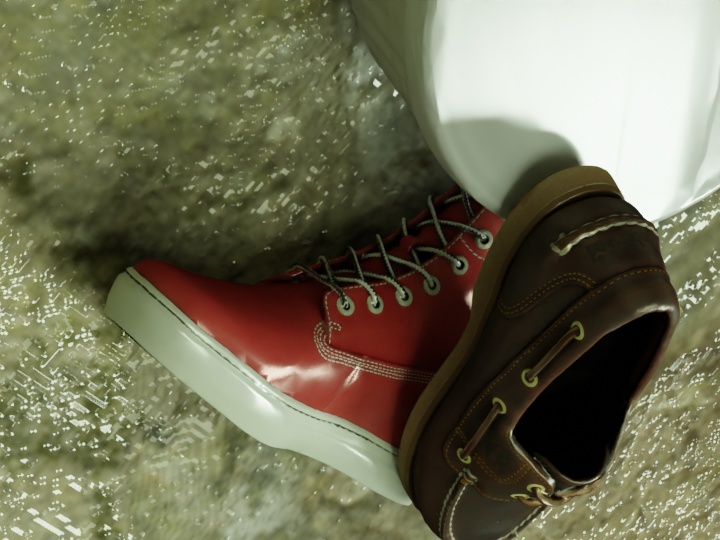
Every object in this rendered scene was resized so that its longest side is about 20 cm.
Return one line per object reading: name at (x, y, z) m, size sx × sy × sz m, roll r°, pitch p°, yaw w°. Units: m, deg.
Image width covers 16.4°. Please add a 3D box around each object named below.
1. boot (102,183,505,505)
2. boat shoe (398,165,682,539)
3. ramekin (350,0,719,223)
boot at (0.000, 0.000, 0.958) m, size 0.145 × 0.072 × 0.200 m, roll -54°, pitch 142°, yaw 7°
boat shoe at (0.066, 0.052, 0.935) m, size 0.070 × 0.071 × 0.201 m, roll -17°, pitch 147°, yaw -25°
ramekin at (0.086, -0.120, 0.917) m, size 0.201 × 0.094 × 0.203 m, roll -18°, pitch 128°, yaw -24°
